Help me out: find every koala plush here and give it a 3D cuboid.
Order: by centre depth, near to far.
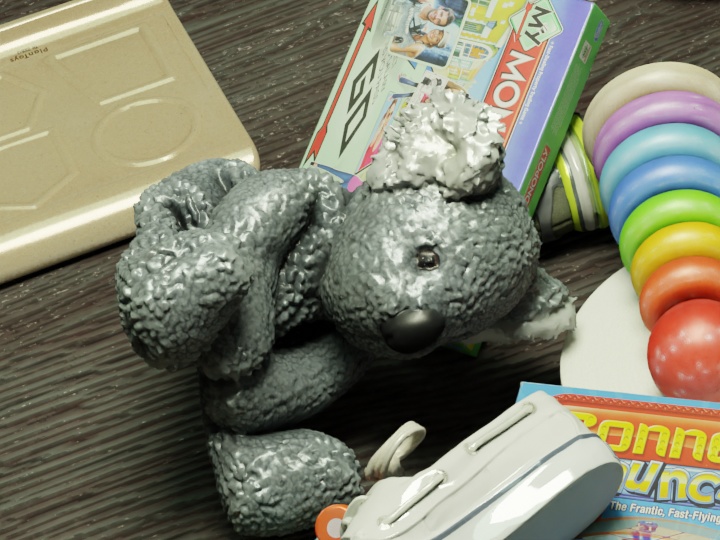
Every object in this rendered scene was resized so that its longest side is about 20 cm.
[{"bbox_3d":[0.000,0.000,1.495,0.199,0.178,0.184,-20,31,12],"label":"koala plush"}]

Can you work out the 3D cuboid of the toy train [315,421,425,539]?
[{"bbox_3d":[-0.034,0.160,1.369,0.056,0.150,0.200,45,56,13],"label":"toy train"}]

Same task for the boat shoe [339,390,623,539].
[{"bbox_3d":[0.024,0.125,1.332,0.199,0.074,0.065,-30,59,-23],"label":"boat shoe"}]

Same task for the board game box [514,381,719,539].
[{"bbox_3d":[0.147,0.155,1.356,0.199,0.056,0.197,5,54,19],"label":"board game box"}]

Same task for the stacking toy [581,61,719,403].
[{"bbox_3d":[0.164,-0.013,1.507,0.085,0.086,0.201,-8,44,4],"label":"stacking toy"}]

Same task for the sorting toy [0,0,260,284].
[{"bbox_3d":[-0.172,-0.080,1.758,0.184,0.037,0.200,-20,45,-10],"label":"sorting toy"}]

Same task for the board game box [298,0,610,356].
[{"bbox_3d":[0.039,-0.065,1.617,0.134,0.029,0.201,16,77,30],"label":"board game box"}]

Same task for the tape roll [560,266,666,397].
[{"bbox_3d":[0.202,0.054,1.505,0.201,0.037,0.203,-6,40,5],"label":"tape roll"}]

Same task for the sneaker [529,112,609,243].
[{"bbox_3d":[0.071,-0.082,1.671,0.081,0.074,0.200,-23,39,-9],"label":"sneaker"}]
